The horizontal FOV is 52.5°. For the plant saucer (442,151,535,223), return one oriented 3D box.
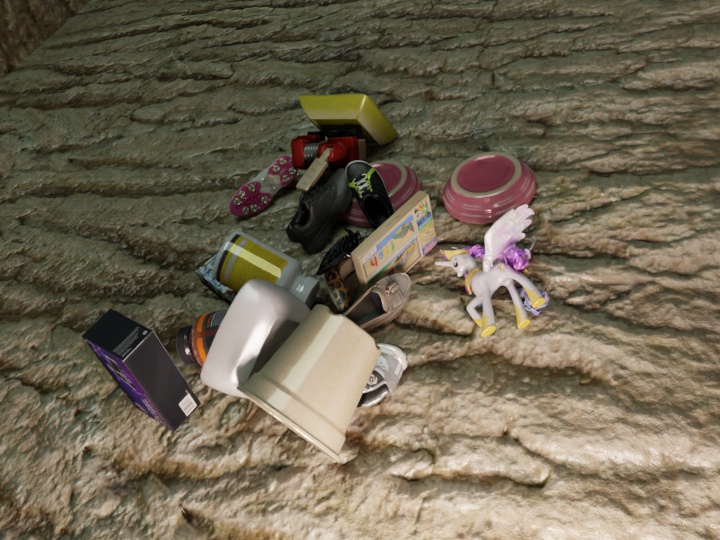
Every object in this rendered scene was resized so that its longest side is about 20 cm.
[{"bbox_3d":[0.266,-0.183,1.530,0.195,0.051,0.203,-13,41,12],"label":"plant saucer"}]

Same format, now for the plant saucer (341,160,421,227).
[{"bbox_3d":[0.039,-0.182,1.643,0.195,0.051,0.203,-13,41,12],"label":"plant saucer"}]

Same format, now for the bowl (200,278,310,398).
[{"bbox_3d":[-0.160,0.131,1.251,0.074,0.199,0.204,24,87,30],"label":"bowl"}]

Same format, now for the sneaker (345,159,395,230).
[{"bbox_3d":[0.025,-0.158,1.532,0.071,0.083,0.203,-32,70,6],"label":"sneaker"}]

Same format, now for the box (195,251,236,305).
[{"bbox_3d":[-0.251,0.008,1.571,0.136,0.040,0.198,-41,44,-19],"label":"box"}]

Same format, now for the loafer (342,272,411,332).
[{"bbox_3d":[0.024,0.069,1.346,0.199,0.063,0.072,-39,76,-21],"label":"loafer"}]

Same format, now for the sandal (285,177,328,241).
[{"bbox_3d":[-0.115,-0.151,1.682,0.074,0.043,0.203,-2,44,22],"label":"sandal"}]

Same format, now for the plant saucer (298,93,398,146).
[{"bbox_3d":[-0.032,-0.357,1.781,0.195,0.199,0.049,6,74,29],"label":"plant saucer"}]

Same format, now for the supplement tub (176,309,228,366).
[{"bbox_3d":[-0.248,0.127,1.387,0.195,0.108,0.108,-10,41,14],"label":"supplement tub"}]

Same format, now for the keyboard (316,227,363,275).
[{"bbox_3d":[-0.043,-0.051,1.438,0.103,0.040,0.200,-31,11,9],"label":"keyboard"}]

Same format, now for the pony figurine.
[{"bbox_3d":[0.247,0.001,1.291,0.190,0.167,0.203,-28,55,3],"label":"pony figurine"}]

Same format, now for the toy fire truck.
[{"bbox_3d":[-0.101,-0.256,1.695,0.172,0.133,0.198,5,14,34],"label":"toy fire truck"}]

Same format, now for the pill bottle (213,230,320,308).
[{"bbox_3d":[-0.183,0.012,1.440,0.196,0.113,0.113,28,54,9],"label":"pill bottle"}]

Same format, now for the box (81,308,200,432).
[{"bbox_3d":[-0.394,0.181,1.321,0.139,0.203,0.079,20,54,39],"label":"box"}]

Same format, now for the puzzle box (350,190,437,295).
[{"bbox_3d":[0.069,-0.043,1.413,0.025,0.135,0.199,31,63,36],"label":"puzzle box"}]

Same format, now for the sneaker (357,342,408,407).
[{"bbox_3d":[-0.023,0.177,1.260,0.195,0.076,0.117,2,48,25],"label":"sneaker"}]

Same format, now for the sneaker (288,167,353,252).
[{"bbox_3d":[-0.084,-0.144,1.586,0.075,0.091,0.203,10,67,47],"label":"sneaker"}]

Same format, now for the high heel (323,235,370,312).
[{"bbox_3d":[0.000,0.000,1.440,0.140,0.072,0.202,-24,31,7],"label":"high heel"}]

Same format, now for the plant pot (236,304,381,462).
[{"bbox_3d":[-0.066,0.167,1.158,0.198,0.201,0.186,22,71,40],"label":"plant pot"}]

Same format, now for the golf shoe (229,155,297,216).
[{"bbox_3d":[-0.238,-0.200,1.786,0.199,0.076,0.091,-39,13,-11],"label":"golf shoe"}]
